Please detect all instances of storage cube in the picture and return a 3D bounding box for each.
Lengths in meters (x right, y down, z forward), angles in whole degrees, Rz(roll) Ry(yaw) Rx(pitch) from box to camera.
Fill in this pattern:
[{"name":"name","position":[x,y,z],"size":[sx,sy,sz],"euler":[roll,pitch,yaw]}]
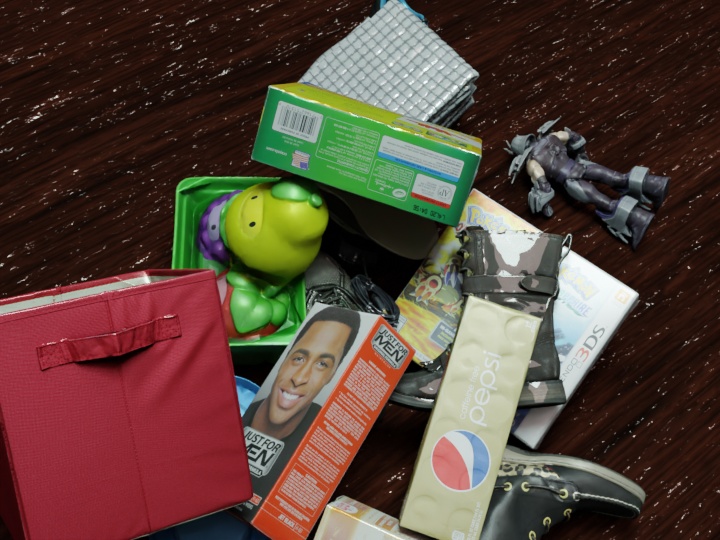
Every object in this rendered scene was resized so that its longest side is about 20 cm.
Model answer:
[{"name":"storage cube","position":[-0.204,0.102,0.681],"size":[0.170,0.199,0.182],"euler":[-13,97,-30]}]

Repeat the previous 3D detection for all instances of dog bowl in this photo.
[{"name":"dog bowl","position":[-0.135,0.201,0.819],"size":[0.110,0.050,0.202],"euler":[2,58,-4]}]

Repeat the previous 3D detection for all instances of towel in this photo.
[{"name":"towel","position":[0.023,-0.202,1.036],"size":[0.200,0.086,0.166],"euler":[-43,68,-3]}]

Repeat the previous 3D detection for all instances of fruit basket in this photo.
[{"name":"fruit basket","position":[-0.112,-0.020,0.868],"size":[0.154,0.216,0.217],"euler":[-1,58,-6]}]

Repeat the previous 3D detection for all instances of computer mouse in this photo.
[{"name":"computer mouse","position":[0.000,0.000,0.928],"size":[0.058,0.034,0.201],"euler":[18,28,-23]}]

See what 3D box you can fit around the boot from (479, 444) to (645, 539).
[{"name":"boot","position":[0.158,0.246,0.803],"size":[0.198,0.073,0.152],"euler":[14,60,2]}]

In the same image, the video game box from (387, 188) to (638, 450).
[{"name":"video game box","position":[0.145,0.046,0.874],"size":[0.199,0.047,0.183],"euler":[34,86,19]}]

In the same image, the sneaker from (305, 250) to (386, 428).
[{"name":"sneaker","position":[-0.018,0.058,0.895],"size":[0.077,0.085,0.201],"euler":[-16,61,-14]}]

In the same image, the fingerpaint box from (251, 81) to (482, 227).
[{"name":"fingerpaint box","position":[0.013,-0.117,0.842],"size":[0.198,0.074,0.167],"euler":[19,15,3]}]

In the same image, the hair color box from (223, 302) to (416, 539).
[{"name":"hair color box","position":[-0.047,0.130,0.757],"size":[0.101,0.061,0.201],"euler":[7,58,51]}]

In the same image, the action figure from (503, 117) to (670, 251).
[{"name":"action figure","position":[0.258,-0.109,1.037],"size":[0.199,0.070,0.130],"euler":[30,68,17]}]

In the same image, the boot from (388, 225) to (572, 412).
[{"name":"boot","position":[0.106,0.045,0.830],"size":[0.198,0.069,0.176],"euler":[-3,78,4]}]

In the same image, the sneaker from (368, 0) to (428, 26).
[{"name":"sneaker","position":[0.066,-0.274,1.109],"size":[0.073,0.082,0.201],"euler":[-26,66,-22]}]

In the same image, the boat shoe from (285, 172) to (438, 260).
[{"name":"boat shoe","position":[0.000,-0.073,0.949],"size":[0.199,0.063,0.071],"euler":[35,71,11]}]

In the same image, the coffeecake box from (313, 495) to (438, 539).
[{"name":"coffeecake box","position":[0.040,0.301,0.717],"size":[0.198,0.073,0.155],"euler":[21,87,13]}]

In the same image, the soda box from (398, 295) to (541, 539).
[{"name":"soda box","position":[0.093,0.129,0.746],"size":[0.067,0.064,0.202],"euler":[17,81,6]}]
